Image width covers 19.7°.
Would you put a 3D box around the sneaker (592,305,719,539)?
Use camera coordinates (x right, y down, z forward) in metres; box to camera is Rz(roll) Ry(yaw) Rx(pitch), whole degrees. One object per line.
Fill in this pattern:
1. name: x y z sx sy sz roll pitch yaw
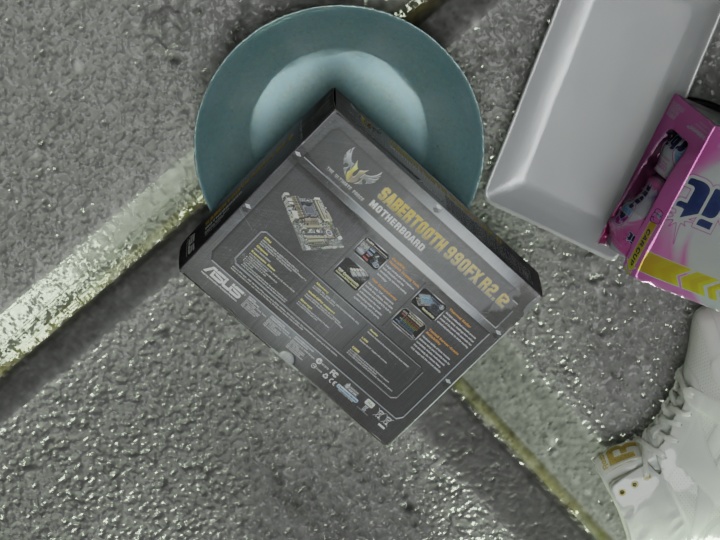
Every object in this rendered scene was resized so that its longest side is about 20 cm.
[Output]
1. sneaker: 0.224 0.120 1.494 0.115 0.074 0.202 -7 113 -1

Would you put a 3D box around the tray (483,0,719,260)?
1. tray: 0.166 -0.118 1.408 0.107 0.022 0.201 25 108 14

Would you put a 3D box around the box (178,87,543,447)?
1. box: 0.000 0.000 1.415 0.200 0.048 0.158 40 106 -16

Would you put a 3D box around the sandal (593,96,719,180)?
1. sandal: 0.261 -0.073 1.431 0.198 0.045 0.076 7 113 -4

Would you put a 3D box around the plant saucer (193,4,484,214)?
1. plant saucer: -0.014 -0.089 1.426 0.199 0.039 0.203 0 113 0

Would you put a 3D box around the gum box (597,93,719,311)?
1. gum box: 0.266 -0.029 1.393 0.199 0.066 0.114 20 106 -25
